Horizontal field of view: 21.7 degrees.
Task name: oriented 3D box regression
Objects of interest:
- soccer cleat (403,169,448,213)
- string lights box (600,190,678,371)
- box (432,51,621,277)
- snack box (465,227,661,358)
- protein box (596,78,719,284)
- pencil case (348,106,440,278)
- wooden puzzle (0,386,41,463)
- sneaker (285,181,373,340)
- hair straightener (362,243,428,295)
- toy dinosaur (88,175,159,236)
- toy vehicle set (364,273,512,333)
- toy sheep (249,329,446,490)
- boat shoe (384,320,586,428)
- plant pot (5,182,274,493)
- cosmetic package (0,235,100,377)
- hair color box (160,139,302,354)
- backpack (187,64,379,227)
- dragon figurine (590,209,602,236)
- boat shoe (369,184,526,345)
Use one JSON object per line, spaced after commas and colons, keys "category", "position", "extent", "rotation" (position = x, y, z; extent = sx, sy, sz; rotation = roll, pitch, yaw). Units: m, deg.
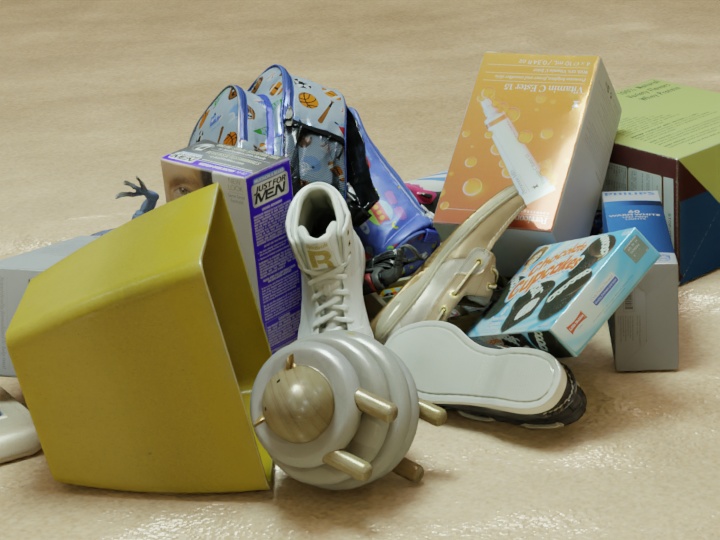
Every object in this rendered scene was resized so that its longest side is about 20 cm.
{"category": "soccer cleat", "position": [0.069, -0.066, 2.024], "extent": [0.200, 0.070, 0.086], "rotation": [-15, 5, -30]}
{"category": "string lights box", "position": [0.255, 0.006, 1.735], "extent": [0.059, 0.103, 0.200], "rotation": [-2, 21, 5]}
{"category": "box", "position": [0.163, -0.102, 1.816], "extent": [0.124, 0.098, 0.200], "rotation": [5, 63, 25]}
{"category": "snack box", "position": [0.169, 0.024, 1.618], "extent": [0.116, 0.037, 0.200], "rotation": [-48, 11, -16]}
{"category": "protein box", "position": [0.315, -0.097, 1.948], "extent": [0.198, 0.135, 0.200], "rotation": [-21, 27, -36]}
{"category": "pencil case", "position": [0.006, -0.081, 1.912], "extent": [0.200, 0.087, 0.078], "rotation": [56, 16, 24]}
{"category": "wooden puzzle", "position": [-0.388, 0.121, 1.613], "extent": [0.185, 0.046, 0.200], "rotation": [-14, 23, -26]}
{"category": "sneaker", "position": [-0.032, 0.021, 1.618], "extent": [0.073, 0.116, 0.200], "rotation": [-11, 55, 7]}
{"category": "hair straightener", "position": [0.000, 0.000, 1.750], "extent": [0.077, 0.041, 0.200], "rotation": [-38, 7, -35]}
{"category": "toy dinosaur", "position": [-0.207, -0.027, 1.986], "extent": [0.181, 0.105, 0.200], "rotation": [-13, -13, 2]}
{"category": "toy vehicle set", "position": [0.115, 0.029, 1.801], "extent": [0.199, 0.027, 0.124], "rotation": [-10, 22, -17]}
{"category": "toy sheep", "position": [-0.013, 0.111, 1.478], "extent": [0.138, 0.138, 0.200], "rotation": [8, -7, 27]}
{"category": "boat shoe", "position": [0.103, 0.091, 1.596], "extent": [0.200, 0.074, 0.060], "rotation": [6, -23, 41]}
{"category": "plant pot", "position": [-0.178, 0.068, 1.537], "extent": [0.176, 0.201, 0.200], "rotation": [-13, 20, 5]}
{"category": "cosmetic package", "position": [-0.267, 0.030, 1.707], "extent": [0.074, 0.102, 0.200], "rotation": [2, 8, 18]}
{"category": "hair color box", "position": [-0.112, -0.008, 1.691], "extent": [0.109, 0.201, 0.065], "rotation": [14, 28, 39]}
{"category": "backpack", "position": [-0.089, -0.097, 1.811], "extent": [0.154, 0.200, 0.191], "rotation": [29, 47, -23]}
{"category": "dragon figurine", "position": [0.148, -0.044, 1.909], "extent": [0.199, 0.059, 0.100], "rotation": [-21, 51, 15]}
{"category": "boat shoe", "position": [0.088, 0.010, 1.699], "extent": [0.200, 0.069, 0.074], "rotation": [-47, -2, -8]}
